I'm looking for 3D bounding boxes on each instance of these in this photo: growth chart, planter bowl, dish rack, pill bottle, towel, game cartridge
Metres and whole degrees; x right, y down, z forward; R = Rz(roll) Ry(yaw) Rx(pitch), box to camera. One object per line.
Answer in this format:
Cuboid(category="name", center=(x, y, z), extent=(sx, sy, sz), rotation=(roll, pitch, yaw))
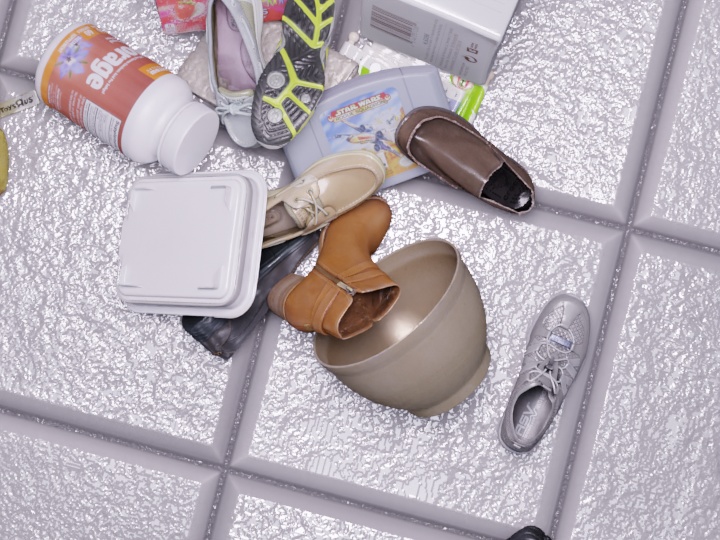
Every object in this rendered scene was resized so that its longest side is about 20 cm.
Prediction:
Cuboid(category="growth chart", center=(0.046, -0.202, 1.470), extent=(0.199, 0.018, 0.145), rotation=(18, 89, 4))
Cuboid(category="planter bowl", center=(0.064, 0.081, 1.384), extent=(0.200, 0.200, 0.135), rotation=(-39, 114, 0))
Cuboid(category="dish rack", center=(-0.205, -0.035, 1.408), extent=(0.199, 0.043, 0.172), rotation=(1, 81, 33))
Cuboid(category="pill bottle", center=(-0.269, -0.196, 1.418), extent=(0.200, 0.112, 0.112), rotation=(32, 89, 13))
Cuboid(category="towel", center=(-0.110, -0.234, 1.462), extent=(0.200, 0.034, 0.133), rotation=(31, 89, 9))
Cuboid(category="game cartridge", center=(0.010, -0.158, 1.416), extent=(0.199, 0.042, 0.133), rotation=(-20, 122, 3))

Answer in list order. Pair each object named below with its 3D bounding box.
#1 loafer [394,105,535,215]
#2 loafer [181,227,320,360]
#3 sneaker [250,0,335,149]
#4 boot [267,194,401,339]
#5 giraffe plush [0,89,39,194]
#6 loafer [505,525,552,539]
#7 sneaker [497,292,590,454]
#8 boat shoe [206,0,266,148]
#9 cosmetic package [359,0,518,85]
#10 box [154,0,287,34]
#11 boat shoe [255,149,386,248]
Cuboid(category="loafer", center=(0.130, -0.124, 1.394), extent=(0.200, 0.071, 0.073), rotation=(24, 104, -27))
Cuboid(category="loafer", center=(-0.119, 0.020, 1.449), extent=(0.200, 0.073, 0.072), rotation=(-42, 119, -6))
Cuboid(category="sneaker", center=(-0.069, -0.221, 1.382), extent=(0.075, 0.076, 0.201), rotation=(17, 70, 5))
Cuboid(category="boot", center=(0.000, 0.000, 1.381), extent=(0.200, 0.155, 0.074), rotation=(-49, 121, -16))
Cuboid(category="giraffe plush", center=(-0.484, -0.168, 1.413), extent=(0.200, 0.162, 0.173), rotation=(-38, 87, 1))
Cuboid(category="loafer", center=(0.237, 0.388, 1.418), extent=(0.070, 0.068, 0.201), rotation=(-42, 89, 19))
Cuboid(category="sneaker", center=(0.221, 0.123, 1.417), extent=(0.074, 0.082, 0.201), rotation=(19, 88, 3))
Cuboid(category="boat shoe", center=(-0.142, -0.228, 1.384), extent=(0.074, 0.065, 0.203), rotation=(10, 123, 16))
Cuboid(category="cosmetic package", center=(0.112, -0.352, 1.389), extent=(0.166, 0.167, 0.201), rotation=(23, 82, 2))
Cuboid(category="box", center=(-0.143, -0.353, 1.421), extent=(0.199, 0.096, 0.100), rotation=(-8, 63, -4))
Cuboid(category="boat shoe", center=(-0.061, -0.074, 1.395), extent=(0.199, 0.065, 0.072), rotation=(-21, 119, 20))
